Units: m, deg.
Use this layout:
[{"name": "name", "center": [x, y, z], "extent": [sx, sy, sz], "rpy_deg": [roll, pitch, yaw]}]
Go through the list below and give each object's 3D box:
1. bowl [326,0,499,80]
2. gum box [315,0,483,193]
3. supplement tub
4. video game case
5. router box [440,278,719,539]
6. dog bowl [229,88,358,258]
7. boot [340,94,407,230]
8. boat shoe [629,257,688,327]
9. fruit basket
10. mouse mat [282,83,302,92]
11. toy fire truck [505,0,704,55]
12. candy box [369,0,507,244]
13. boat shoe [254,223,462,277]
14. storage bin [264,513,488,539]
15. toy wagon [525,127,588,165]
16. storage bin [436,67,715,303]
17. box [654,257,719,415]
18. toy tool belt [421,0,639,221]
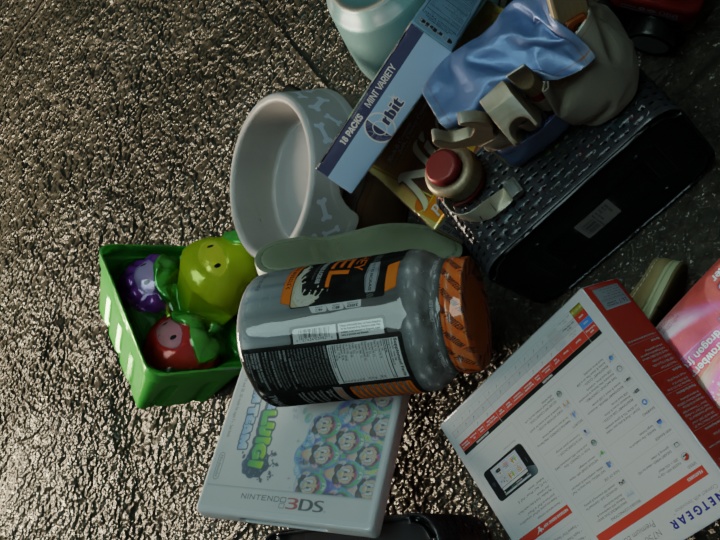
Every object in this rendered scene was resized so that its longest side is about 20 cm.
[{"name": "bowl", "center": [0.040, -0.309, 0.951], "extent": [0.200, 0.105, 0.202], "rpy_deg": [-12, 70, 35]}, {"name": "gum box", "center": [0.046, -0.187, 0.808], "extent": [0.170, 0.044, 0.200], "rpy_deg": [-51, 6, 40]}, {"name": "supplement tub", "center": [0.005, 0.049, 0.759], "extent": [0.199, 0.123, 0.123], "rpy_deg": [-9, 71, 20]}, {"name": "video game case", "center": [-0.045, 0.138, 0.817], "extent": [0.181, 0.024, 0.201], "rpy_deg": [-2, 56, 27]}, {"name": "router box", "center": [0.173, 0.138, 0.675], "extent": [0.180, 0.049, 0.200], "rpy_deg": [58, 133, 22]}, {"name": "dog bowl", "center": [-0.074, -0.096, 0.929], "extent": [0.200, 0.059, 0.201], "rpy_deg": [-5, 84, 55]}, {"name": "boot", "center": [-0.020, -0.093, 0.964], "extent": [0.146, 0.070, 0.201], "rpy_deg": [7, 86, 47]}, {"name": "boat shoe", "center": [0.201, 0.071, 0.738], "extent": [0.066, 0.074, 0.200], "rpy_deg": [34, 98, 33]}, {"name": "fruit basket", "center": [-0.200, 0.032, 1.013], "extent": [0.215, 0.155, 0.217], "rpy_deg": [1, 91, 51]}, {"name": "mouse mat", "center": [-0.073, -0.093, 0.982], "extent": [0.161, 0.008, 0.201], "rpy_deg": [40, 118, 48]}, {"name": "toy fire truck", "center": [0.204, -0.258, 0.729], "extent": [0.175, 0.200, 0.129], "rpy_deg": [19, 87, 12]}, {"name": "candy box", "center": [0.108, -0.140, 0.830], "extent": [0.200, 0.055, 0.115], "rpy_deg": [-54, 49, 13]}, {"name": "boat shoe", "center": [0.000, 0.000, 0.863], "extent": [0.200, 0.061, 0.072], "rpy_deg": [-4, 39, -1]}, {"name": "storage bin", "center": [0.013, 0.298, 0.792], "extent": [0.199, 0.094, 0.136], "rpy_deg": [-17, 67, 31]}, {"name": "toy wagon", "center": [0.136, -0.161, 0.878], "extent": [0.200, 0.040, 0.156], "rpy_deg": [-18, 66, 33]}, {"name": "storage bin", "center": [0.183, -0.077, 0.754], "extent": [0.200, 0.135, 0.094], "rpy_deg": [-44, 55, 18]}, {"name": "box", "center": [0.323, 0.020, 0.648], "extent": [0.200, 0.095, 0.103], "rpy_deg": [-51, 55, 14]}, {"name": "toy tool belt", "center": [0.104, -0.138, 0.665], "extent": [0.200, 0.123, 0.125], "rpy_deg": [-41, 55, 21]}]
